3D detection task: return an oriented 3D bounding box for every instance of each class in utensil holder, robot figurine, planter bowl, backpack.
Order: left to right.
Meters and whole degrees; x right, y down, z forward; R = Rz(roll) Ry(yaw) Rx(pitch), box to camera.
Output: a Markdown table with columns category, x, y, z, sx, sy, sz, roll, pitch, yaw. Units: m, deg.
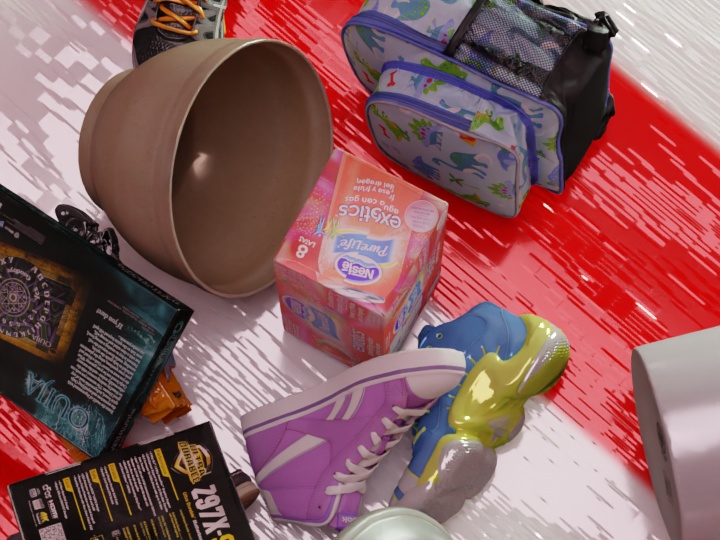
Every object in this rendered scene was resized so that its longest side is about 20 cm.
| category | x | y | z | sx | sy | sz | roll | pitch | yaw |
| --- | --- | --- | --- | --- | --- | --- | --- | --- | --- |
| robot figurine | -0.221 | 0.050 | 1.668 | 0.145 | 0.058 | 0.200 | -35 | 74 | 15 |
| planter bowl | -0.133 | -0.089 | 1.666 | 0.135 | 0.200 | 0.200 | 14 | 71 | 35 |
| backpack | 0.081 | -0.148 | 1.668 | 0.200 | 0.183 | 0.147 | 30 | 75 | 16 |
| utensil holder | 0.315 | 0.111 | 1.588 | 0.200 | 0.170 | 0.170 | -11 | 72 | 0 |

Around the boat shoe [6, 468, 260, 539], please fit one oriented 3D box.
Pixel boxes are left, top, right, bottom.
| category | x | y | z | sx | sy | sz | roll | pitch | yaw |
| --- | --- | --- | --- | --- | --- | --- | --- | --- | --- |
| boat shoe | -0.176 | 0.191 | 1.627 | 0.200 | 0.072 | 0.065 | -24 | 74 | -3 |

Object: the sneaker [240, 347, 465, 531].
| category | x | y | z | sx | sy | sz | roll | pitch | yaw |
| --- | --- | --- | --- | --- | --- | --- | --- | --- | --- |
| sneaker | 0.006 | 0.133 | 1.611 | 0.200 | 0.073 | 0.114 | -26 | 69 | 32 |

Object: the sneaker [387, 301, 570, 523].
| category | x | y | z | sx | sy | sz | roll | pitch | yaw |
| --- | --- | --- | --- | --- | --- | --- | --- | --- | --- |
| sneaker | 0.069 | 0.107 | 1.655 | 0.105 | 0.076 | 0.200 | 35 | 74 | 28 |

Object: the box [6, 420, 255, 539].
| category | x | y | z | sx | sy | sz | roll | pitch | yaw |
| --- | --- | --- | --- | --- | --- | --- | --- | --- | --- |
| box | -0.152 | 0.217 | 1.534 | 0.159 | 0.049 | 0.200 | -16 | 51 | -12 |

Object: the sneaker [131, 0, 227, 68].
| category | x | y | z | sx | sy | sz | roll | pitch | yaw |
| --- | --- | --- | --- | --- | --- | --- | --- | --- | --- |
| sneaker | -0.140 | -0.233 | 1.757 | 0.078 | 0.077 | 0.200 | 15 | 75 | 5 |

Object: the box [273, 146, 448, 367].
| category | x | y | z | sx | sy | sz | roll | pitch | yaw |
| --- | --- | --- | --- | --- | --- | --- | --- | --- | --- |
| box | 0.000 | 0.000 | 1.614 | 0.095 | 0.200 | 0.103 | 27 | 76 | 8 |

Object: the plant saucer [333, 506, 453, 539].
| category | x | y | z | sx | sy | sz | roll | pitch | yaw |
| --- | --- | --- | --- | --- | --- | --- | --- | --- | --- |
| plant saucer | 0.036 | 0.271 | 1.536 | 0.050 | 0.200 | 0.200 | -2 | 68 | 41 |

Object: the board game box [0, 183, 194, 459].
| category | x | y | z | sx | sy | sz | roll | pitch | yaw |
| --- | --- | --- | --- | --- | --- | --- | --- | --- | --- |
| board game box | -0.238 | 0.038 | 1.628 | 0.200 | 0.028 | 0.135 | 32 | 99 | 21 |
